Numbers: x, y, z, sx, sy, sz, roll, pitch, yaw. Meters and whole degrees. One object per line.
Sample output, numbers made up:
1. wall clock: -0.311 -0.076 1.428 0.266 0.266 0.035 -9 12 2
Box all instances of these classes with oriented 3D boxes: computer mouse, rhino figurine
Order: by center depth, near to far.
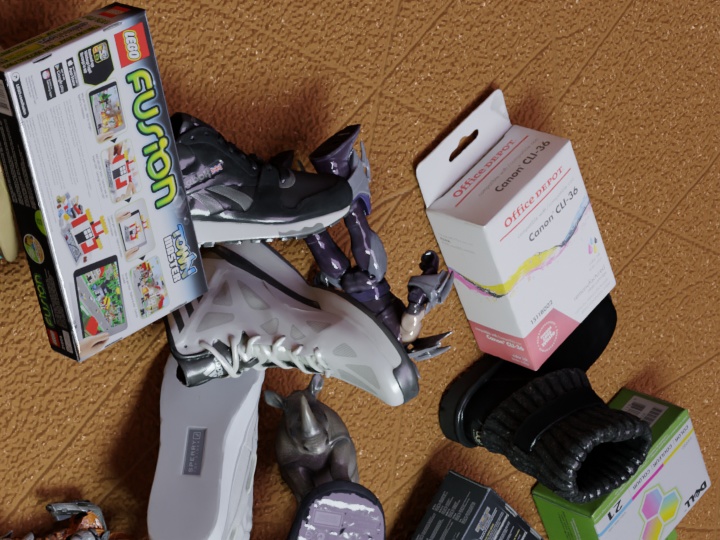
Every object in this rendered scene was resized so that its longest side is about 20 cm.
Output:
1. computer mouse: -0.059 0.246 1.541 0.140 0.046 0.201 5 92 -17
2. rhino figurine: -0.034 0.135 1.584 0.060 0.088 0.200 -16 152 -2

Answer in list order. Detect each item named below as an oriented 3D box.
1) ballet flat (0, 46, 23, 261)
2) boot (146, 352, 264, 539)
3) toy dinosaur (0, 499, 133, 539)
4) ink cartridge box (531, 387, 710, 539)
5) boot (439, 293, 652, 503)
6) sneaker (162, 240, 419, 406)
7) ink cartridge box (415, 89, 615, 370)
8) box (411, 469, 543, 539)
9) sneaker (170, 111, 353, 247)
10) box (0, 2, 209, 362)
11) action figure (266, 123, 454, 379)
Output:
1. ballet flat: -0.234 -0.093 1.328 0.063 0.069 0.201 -23 125 -4
2. boot: -0.107 0.131 1.539 0.096 0.073 0.201 76 24 -61
3. toy dinosaur: -0.179 0.229 1.499 0.199 0.102 0.136 4 84 -25
4. ink cartridge box: 0.252 0.232 1.954 0.148 0.076 0.200 -44 130 -26
5. boot: 0.185 0.100 1.776 0.211 0.157 0.080 -43 131 -27
6. sneaker: -0.060 0.060 1.484 0.115 0.200 0.076 -43 147 -22
7. ink cartridge box: 0.127 -0.033 1.734 0.116 0.067 0.200 -45 132 -26
8. box: 0.074 0.287 1.786 0.201 0.043 0.160 -61 145 -11
9. sneaker: -0.096 -0.065 1.456 0.199 0.076 0.088 -7 104 -25
10. box: -0.165 -0.055 1.349 0.110 0.035 0.201 -29 122 -34
11. action figure: 0.000 0.000 1.575 0.201 0.130 0.069 66 26 -20
